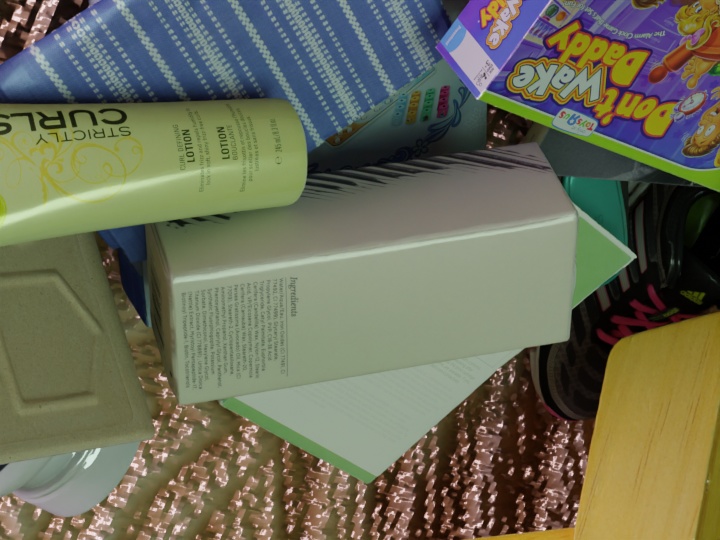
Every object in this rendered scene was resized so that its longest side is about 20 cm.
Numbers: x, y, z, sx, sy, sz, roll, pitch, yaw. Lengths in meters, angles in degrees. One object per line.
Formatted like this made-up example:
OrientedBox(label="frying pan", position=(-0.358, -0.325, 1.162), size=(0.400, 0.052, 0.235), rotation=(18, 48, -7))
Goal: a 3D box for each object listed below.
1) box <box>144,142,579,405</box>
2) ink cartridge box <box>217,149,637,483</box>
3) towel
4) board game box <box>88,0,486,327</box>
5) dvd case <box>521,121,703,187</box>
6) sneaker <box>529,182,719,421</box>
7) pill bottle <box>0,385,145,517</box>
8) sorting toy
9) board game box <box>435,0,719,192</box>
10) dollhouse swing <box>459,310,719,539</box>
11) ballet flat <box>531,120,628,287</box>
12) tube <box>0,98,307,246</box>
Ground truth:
OrientedBox(label="box", position=(0.000, 0.000, 1.140), size=(0.199, 0.068, 0.082), rotation=(-8, 128, -13))
OrientedBox(label="ink cartridge box", position=(0.029, 0.017, 1.254), size=(0.200, 0.048, 0.145), rotation=(-43, 140, 11))
OrientedBox(label="towel", position=(-0.061, -0.099, 1.108), size=(0.200, 0.024, 0.145), rotation=(-34, 136, 0))
OrientedBox(label="board game box", position=(-0.031, -0.086, 1.190), size=(0.199, 0.043, 0.199), rotation=(-19, 135, -19))
OrientedBox(label="dvd case", position=(0.178, -0.127, 1.204), size=(0.148, 0.016, 0.200), rotation=(2, 127, -38))
OrientedBox(label="sneaker", position=(0.168, 0.006, 1.338), size=(0.074, 0.087, 0.200), rotation=(24, 103, -35))
OrientedBox(label="pill bottle", position=(-0.202, 0.044, 1.146), size=(0.200, 0.111, 0.111), rotation=(33, 97, -37))
OrientedBox(label="sorting toy", position=(-0.185, 0.000, 1.075), size=(0.036, 0.186, 0.200), rotation=(-24, 168, 31))
OrientedBox(label="board game box", position=(0.151, -0.121, 1.143), size=(0.200, 0.045, 0.135), rotation=(16, 119, -42))
OrientedBox(label="dollhouse swing", position=(0.135, 0.113, 1.363), size=(0.200, 0.175, 0.182), rotation=(39, 61, -65))
OrientedBox(label="ballet flat", position=(0.111, -0.080, 1.269), size=(0.068, 0.068, 0.200), rotation=(-16, 131, -24))
OrientedBox(label="tube", position=(-0.122, -0.045, 1.061), size=(0.199, 0.058, 0.052), rotation=(-5, 126, -26))
